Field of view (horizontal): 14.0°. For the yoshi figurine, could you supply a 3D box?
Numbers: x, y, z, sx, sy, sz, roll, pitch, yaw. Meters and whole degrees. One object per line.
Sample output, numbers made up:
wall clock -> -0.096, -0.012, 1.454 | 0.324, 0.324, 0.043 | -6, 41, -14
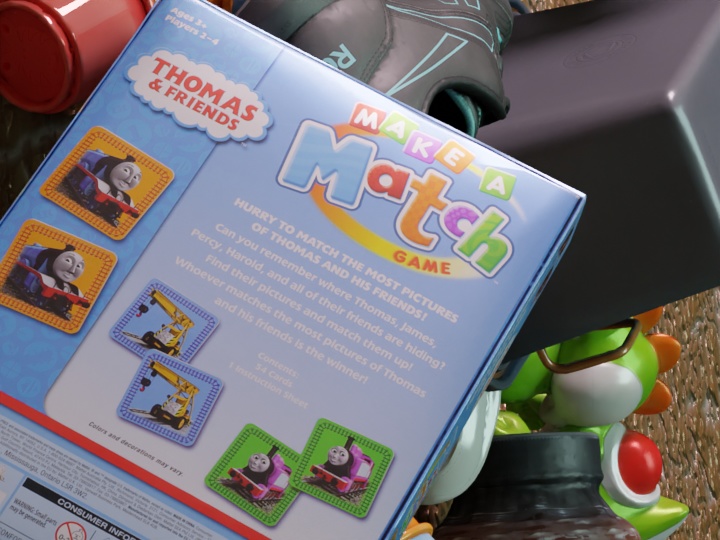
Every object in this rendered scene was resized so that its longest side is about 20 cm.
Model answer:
yoshi figurine -> 0.085, 0.081, 1.419 | 0.111, 0.112, 0.201 | -13, 117, -31

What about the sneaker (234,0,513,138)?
sneaker -> 0.015, -0.066, 1.030 | 0.079, 0.076, 0.200 | 44, 22, 11

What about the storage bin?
storage bin -> 0.104, -0.039, 1.202 | 0.146, 0.134, 0.200 | 67, 28, -16

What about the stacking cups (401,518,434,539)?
stacking cups -> 0.024, 0.124, 1.094 | 0.200, 0.060, 0.060 | 53, 13, 16

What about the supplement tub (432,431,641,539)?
supplement tub -> 0.079, 0.175, 1.315 | 0.107, 0.106, 0.202 | 14, 71, -69

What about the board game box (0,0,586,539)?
board game box -> -0.042, 0.023, 0.870 | 0.201, 0.151, 0.037 | -58, 170, -30

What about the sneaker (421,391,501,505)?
sneaker -> 0.000, 0.000, 1.212 | 0.099, 0.074, 0.202 | -2, 79, -63

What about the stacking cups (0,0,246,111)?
stacking cups -> -0.050, -0.106, 1.006 | 0.200, 0.060, 0.061 | -39, 122, -50
